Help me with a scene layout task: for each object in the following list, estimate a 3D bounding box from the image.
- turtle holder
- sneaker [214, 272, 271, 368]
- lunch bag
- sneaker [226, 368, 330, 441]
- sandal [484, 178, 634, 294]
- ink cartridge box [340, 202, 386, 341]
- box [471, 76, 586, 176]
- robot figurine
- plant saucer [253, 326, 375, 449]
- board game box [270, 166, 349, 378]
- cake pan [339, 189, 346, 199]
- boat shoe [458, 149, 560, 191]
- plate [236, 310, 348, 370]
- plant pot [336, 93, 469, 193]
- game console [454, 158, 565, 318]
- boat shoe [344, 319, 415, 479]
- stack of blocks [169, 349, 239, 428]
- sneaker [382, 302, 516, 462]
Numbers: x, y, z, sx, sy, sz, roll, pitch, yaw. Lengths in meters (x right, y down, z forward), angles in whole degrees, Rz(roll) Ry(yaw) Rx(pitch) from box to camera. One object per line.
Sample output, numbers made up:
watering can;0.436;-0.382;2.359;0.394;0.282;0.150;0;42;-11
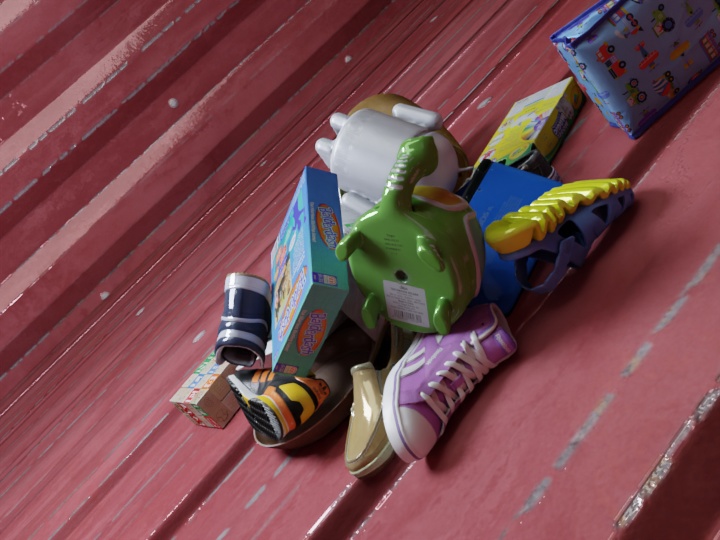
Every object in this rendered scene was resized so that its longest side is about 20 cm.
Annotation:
turtle holder;0.056;-0.033;0.833;0.141;0.186;0.132;-21;17;46
sneaker;-0.138;0.084;1.053;0.070;0.200;0.109;1;71;10
lunch bag;0.367;-0.290;0.999;0.200;0.151;0.094;-38;19;12
sneaker;-0.100;0.152;0.995;0.090;0.070;0.200;-29;13;-19
sandal;0.218;-0.040;0.858;0.200;0.087;0.079;-27;14;-26
ink cartridge box;0.000;0.000;1.044;0.050;0.109;0.200;-8;31;-31
box;0.249;-0.199;1.192;0.117;0.048;0.200;-18;28;49
robot figurine;0.041;-0.138;1.038;0.200;0.113;0.170;24;83;23
plant saucer;-0.052;0.154;1.025;0.200;0.034;0.200;-36;19;14
board game box;-0.064;0.000;0.940;0.200;0.045;0.152;-96;25;-45
cake pan;-0.013;-0.086;1.267;0.037;0.201;0.200;-9;21;-2
boat shoe;0.172;-0.105;1.100;0.199;0.068;0.074;-22;27;45
plate;-0.069;0.077;1.176;0.200;0.032;0.200;-44;10;-38
plant pot;0.083;-0.180;1.310;0.186;0.186;0.200;-44;33;-6
game console;0.141;-0.024;0.987;0.171;0.118;0.200;22;65;22
boat shoe;0.015;0.132;0.878;0.072;0.076;0.200;-28;23;33
stack of blocks;-0.199;0.152;1.277;0.200;0.059;0.115;-52;21;-26
sneaker;0.095;0.100;0.807;0.114;0.073;0.201;-23;26;35
